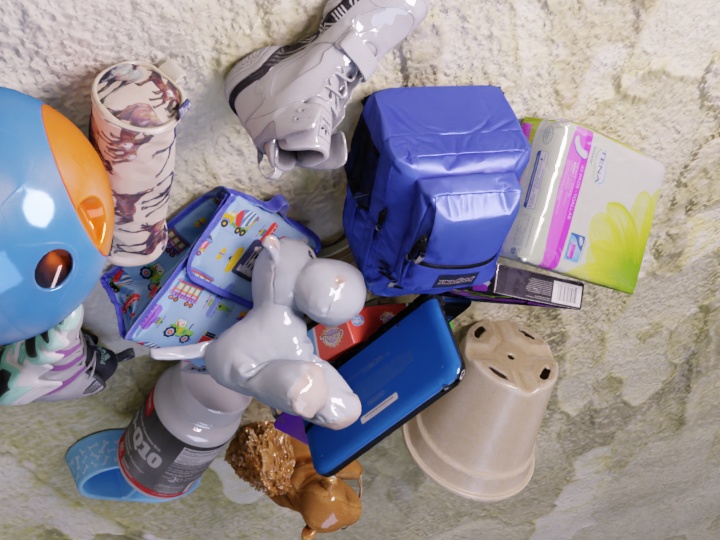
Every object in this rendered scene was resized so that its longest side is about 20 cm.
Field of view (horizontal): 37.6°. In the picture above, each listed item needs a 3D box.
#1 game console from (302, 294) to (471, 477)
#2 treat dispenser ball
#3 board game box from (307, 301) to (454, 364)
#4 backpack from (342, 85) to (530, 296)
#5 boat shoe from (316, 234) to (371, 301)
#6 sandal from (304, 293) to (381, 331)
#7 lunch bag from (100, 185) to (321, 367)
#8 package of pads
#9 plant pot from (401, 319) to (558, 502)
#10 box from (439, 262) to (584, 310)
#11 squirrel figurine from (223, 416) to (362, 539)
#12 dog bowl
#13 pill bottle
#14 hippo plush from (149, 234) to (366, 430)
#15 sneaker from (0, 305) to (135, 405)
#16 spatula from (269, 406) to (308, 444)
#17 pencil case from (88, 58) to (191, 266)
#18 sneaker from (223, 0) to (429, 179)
[{"bbox_3d":[0.041,0.123,1.147,0.199,0.172,0.118,-38,132,19],"label":"game console"},{"bbox_3d":[-0.295,-0.042,0.834,0.198,0.203,0.202,-13,147,-9],"label":"treat dispenser ball"},{"bbox_3d":[-0.004,0.089,1.257,0.152,0.041,0.199,-33,162,35],"label":"board game box"},{"bbox_3d":[0.064,-0.058,1.035,0.160,0.170,0.201,-1,142,-17],"label":"backpack"},{"bbox_3d":[0.000,0.000,1.170,0.197,0.077,0.072,-23,147,5],"label":"boat shoe"},{"bbox_3d":[-0.072,0.054,1.234,0.198,0.058,0.080,-15,165,-24],"label":"sandal"},{"bbox_3d":[-0.143,-0.005,1.099,0.200,0.095,0.150,-45,140,15],"label":"lunch bag"},{"bbox_3d":[0.236,-0.071,1.134,0.198,0.068,0.157,15,91,-41],"label":"package of pads"},{"bbox_3d":[0.177,0.175,1.439,0.197,0.202,0.185,-1,132,-26],"label":"plant pot"},{"bbox_3d":[0.131,0.016,1.199,0.141,0.037,0.199,11,176,-37],"label":"box"},{"bbox_3d":[-0.088,0.281,1.423,0.198,0.187,0.143,25,100,-23],"label":"squirrel figurine"},{"bbox_3d":[-0.300,0.269,1.434,0.198,0.050,0.111,15,134,-43],"label":"dog bowl"},{"bbox_3d":[-0.214,0.184,1.294,0.112,0.115,0.201,5,140,-33],"label":"pill bottle"},{"bbox_3d":[-0.069,0.056,1.068,0.197,0.163,0.159,17,170,22],"label":"hippo plush"},{"bbox_3d":[-0.302,0.083,1.144,0.138,0.079,0.200,7,149,-37],"label":"sneaker"},{"bbox_3d":[-0.117,0.135,1.202,0.021,0.200,0.057,-47,178,-37],"label":"spatula"},{"bbox_3d":[-0.198,-0.089,0.932,0.089,0.078,0.201,-29,156,-33],"label":"pencil case"},{"bbox_3d":[-0.018,-0.157,0.892,0.198,0.116,0.075,-28,147,13],"label":"sneaker"}]
